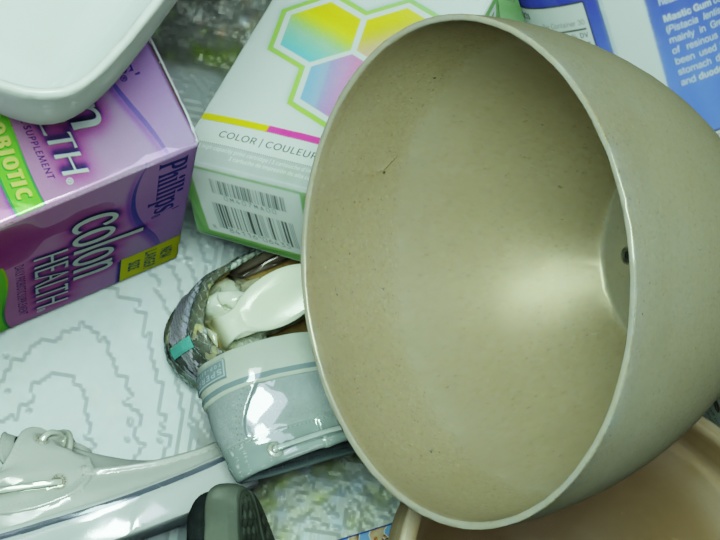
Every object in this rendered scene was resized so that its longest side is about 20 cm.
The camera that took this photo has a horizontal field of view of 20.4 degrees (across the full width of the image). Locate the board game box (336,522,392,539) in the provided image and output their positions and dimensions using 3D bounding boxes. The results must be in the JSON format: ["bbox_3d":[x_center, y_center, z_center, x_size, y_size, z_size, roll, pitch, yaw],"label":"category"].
[{"bbox_3d":[0.014,0.222,0.926,0.135,0.034,0.200,-15,77,-12],"label":"board game box"}]

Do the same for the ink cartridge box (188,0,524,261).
[{"bbox_3d":[0.005,-0.095,0.959,0.104,0.059,0.200,16,57,20],"label":"ink cartridge box"}]

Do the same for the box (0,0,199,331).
[{"bbox_3d":[-0.185,-0.031,0.893,0.200,0.176,0.097,-25,80,-14],"label":"box"}]

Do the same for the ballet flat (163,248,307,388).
[{"bbox_3d":[0.000,0.000,0.968,0.200,0.072,0.072,-26,80,-14],"label":"ballet flat"}]

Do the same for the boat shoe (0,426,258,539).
[{"bbox_3d":[-0.150,0.104,0.920,0.200,0.072,0.066,-16,82,-4],"label":"boat shoe"}]

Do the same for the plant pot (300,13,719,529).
[{"bbox_3d":[0.087,-0.002,0.815,0.134,0.200,0.200,-3,74,-38],"label":"plant pot"}]

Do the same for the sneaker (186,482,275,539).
[{"bbox_3d":[-0.084,0.195,0.875,0.114,0.076,0.200,-3,89,15],"label":"sneaker"}]

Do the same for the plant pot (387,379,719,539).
[{"bbox_3d":[0.096,0.157,0.894,0.201,0.093,0.201,6,69,-17],"label":"plant pot"}]

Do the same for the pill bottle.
[{"bbox_3d":[0.137,-0.123,0.962,0.112,0.112,0.200,-22,105,-13],"label":"pill bottle"}]

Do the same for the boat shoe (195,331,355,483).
[{"bbox_3d":[0.020,0.065,0.935,0.201,0.070,0.072,-5,72,-29],"label":"boat shoe"}]

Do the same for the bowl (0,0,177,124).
[{"bbox_3d":[-0.148,-0.160,0.809,0.200,0.075,0.200,27,68,7],"label":"bowl"}]

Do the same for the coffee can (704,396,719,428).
[{"bbox_3d":[0.225,0.035,0.922,0.146,0.200,0.146,2,75,-7],"label":"coffee can"}]
